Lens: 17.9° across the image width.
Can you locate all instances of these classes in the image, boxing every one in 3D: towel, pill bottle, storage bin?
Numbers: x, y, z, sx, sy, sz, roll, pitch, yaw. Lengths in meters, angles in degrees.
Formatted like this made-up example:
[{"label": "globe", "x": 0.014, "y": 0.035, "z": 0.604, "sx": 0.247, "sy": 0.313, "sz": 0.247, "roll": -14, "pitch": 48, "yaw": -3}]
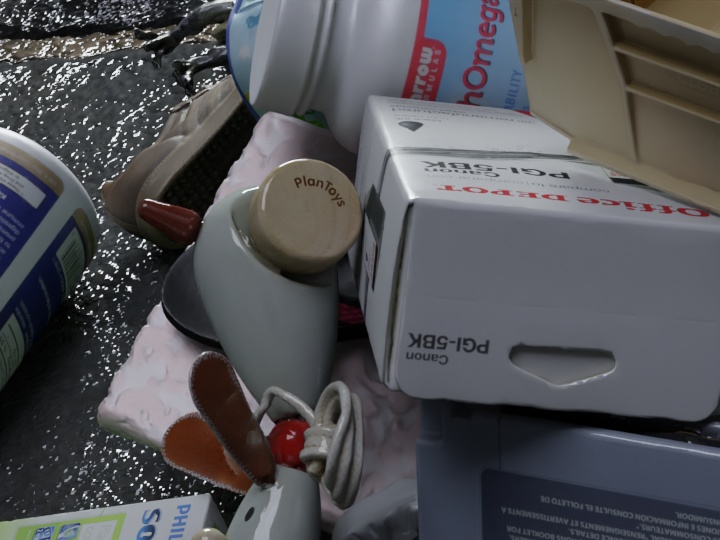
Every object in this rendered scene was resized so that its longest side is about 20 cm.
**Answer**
[{"label": "towel", "x": -0.007, "y": 0.031, "z": 1.138, "sx": 0.190, "sy": 0.032, "sz": 0.201, "roll": 21, "pitch": 66, "yaw": 19}, {"label": "pill bottle", "x": 0.050, "y": -0.102, "z": 1.141, "sx": 0.199, "sy": 0.109, "sz": 0.109, "roll": 11, "pitch": 39, "yaw": -10}, {"label": "pill bottle", "x": -0.239, "y": 0.022, "z": 1.272, "sx": 0.115, "sy": 0.116, "sz": 0.200, "roll": 4, "pitch": 45, "yaw": 31}, {"label": "storage bin", "x": 0.196, "y": -0.115, "z": 0.936, "sx": 0.198, "sy": 0.094, "sz": 0.200, "roll": 26, "pitch": 53, "yaw": 39}]

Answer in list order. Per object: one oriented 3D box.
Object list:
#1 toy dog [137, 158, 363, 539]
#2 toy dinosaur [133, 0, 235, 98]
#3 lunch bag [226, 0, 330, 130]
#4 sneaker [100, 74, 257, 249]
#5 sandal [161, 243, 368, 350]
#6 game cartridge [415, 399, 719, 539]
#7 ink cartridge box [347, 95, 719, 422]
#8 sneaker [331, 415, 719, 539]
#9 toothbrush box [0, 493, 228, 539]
[{"label": "toy dog", "x": -0.058, "y": 0.038, "z": 1.014, "sx": 0.096, "sy": 0.132, "sz": 0.201, "roll": 8, "pitch": 52, "yaw": -11}, {"label": "toy dinosaur", "x": -0.088, "y": -0.150, "z": 1.428, "sx": 0.088, "sy": 0.048, "sz": 0.200, "roll": -31, "pitch": 15, "yaw": -14}, {"label": "lunch bag", "x": 0.011, "y": -0.136, "z": 1.289, "sx": 0.082, "sy": 0.161, "sz": 0.201, "roll": -11, "pitch": 41, "yaw": 30}, {"label": "sneaker", "x": -0.075, "y": -0.096, "z": 1.362, "sx": 0.200, "sy": 0.071, "sz": 0.075, "roll": -43, "pitch": 39, "yaw": -23}, {"label": "sandal", "x": 0.000, "y": 0.000, "z": 1.110, "sx": 0.199, "sy": 0.045, "sz": 0.075, "roll": 0, "pitch": 62, "yaw": 8}, {"label": "game cartridge", "x": 0.117, "y": 0.124, "z": 0.944, "sx": 0.199, "sy": 0.134, "sz": 0.042, "roll": 8, "pitch": 25, "yaw": 28}, {"label": "ink cartridge box", "x": 0.075, "y": -0.011, "z": 0.997, "sx": 0.146, "sy": 0.083, "sz": 0.200, "roll": 5, "pitch": 16, "yaw": -7}, {"label": "sneaker", "x": 0.079, "y": 0.098, "z": 1.056, "sx": 0.199, "sy": 0.078, "sz": 0.099, "roll": -16, "pitch": 31, "yaw": -3}, {"label": "toothbrush box", "x": -0.157, "y": 0.194, "z": 1.050, "sx": 0.199, "sy": 0.086, "sz": 0.146, "roll": -8, "pitch": 40, "yaw": 18}]
